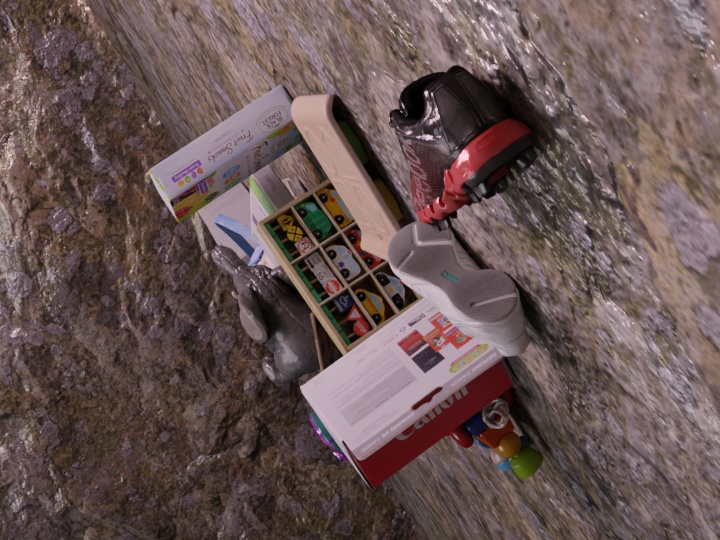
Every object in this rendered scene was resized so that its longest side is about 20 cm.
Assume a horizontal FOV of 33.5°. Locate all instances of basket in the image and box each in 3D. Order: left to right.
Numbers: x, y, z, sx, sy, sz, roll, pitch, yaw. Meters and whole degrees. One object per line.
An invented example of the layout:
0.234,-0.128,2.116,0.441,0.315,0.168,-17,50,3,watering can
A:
-0.126,-0.018,1.917,0.198,0.140,0.176,21,169,25,basket

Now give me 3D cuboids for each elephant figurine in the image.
-0.123,0.051,1.674,0.201,0.154,0.142,55,-149,-16,elephant figurine

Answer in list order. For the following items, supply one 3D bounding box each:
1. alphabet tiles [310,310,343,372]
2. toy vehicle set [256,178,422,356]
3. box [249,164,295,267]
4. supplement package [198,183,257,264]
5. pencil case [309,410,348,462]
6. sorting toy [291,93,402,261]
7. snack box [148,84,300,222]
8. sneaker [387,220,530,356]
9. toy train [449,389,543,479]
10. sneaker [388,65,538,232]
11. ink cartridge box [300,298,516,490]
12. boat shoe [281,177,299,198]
-0.037,0.080,1.598,0.200,0.006,0.168,-55,-44,-74,alphabet tiles
-0.025,-0.008,1.503,0.201,0.124,0.027,54,164,10,toy vehicle set
-0.108,-0.049,1.718,0.145,0.036,0.200,54,164,16,box
-0.243,-0.074,2.556,0.200,0.117,0.117,48,169,40,supplement package
0.031,0.178,1.641,0.093,0.199,0.085,50,174,27,pencil case
-0.008,-0.109,1.359,0.201,0.036,0.185,63,171,-13,sorting toy
-0.171,-0.148,1.545,0.053,0.199,0.142,55,172,4,snack box
0.091,0.020,1.144,0.200,0.070,0.081,46,170,49,sneaker
0.166,0.194,1.372,0.116,0.085,0.200,47,174,-12,toy train
0.064,-0.090,0.863,0.098,0.071,0.200,55,170,4,sneaker
0.059,0.136,1.311,0.084,0.199,0.176,59,172,-31,ink cartridge box
-0.081,-0.066,1.800,0.200,0.069,0.071,53,164,35,boat shoe
